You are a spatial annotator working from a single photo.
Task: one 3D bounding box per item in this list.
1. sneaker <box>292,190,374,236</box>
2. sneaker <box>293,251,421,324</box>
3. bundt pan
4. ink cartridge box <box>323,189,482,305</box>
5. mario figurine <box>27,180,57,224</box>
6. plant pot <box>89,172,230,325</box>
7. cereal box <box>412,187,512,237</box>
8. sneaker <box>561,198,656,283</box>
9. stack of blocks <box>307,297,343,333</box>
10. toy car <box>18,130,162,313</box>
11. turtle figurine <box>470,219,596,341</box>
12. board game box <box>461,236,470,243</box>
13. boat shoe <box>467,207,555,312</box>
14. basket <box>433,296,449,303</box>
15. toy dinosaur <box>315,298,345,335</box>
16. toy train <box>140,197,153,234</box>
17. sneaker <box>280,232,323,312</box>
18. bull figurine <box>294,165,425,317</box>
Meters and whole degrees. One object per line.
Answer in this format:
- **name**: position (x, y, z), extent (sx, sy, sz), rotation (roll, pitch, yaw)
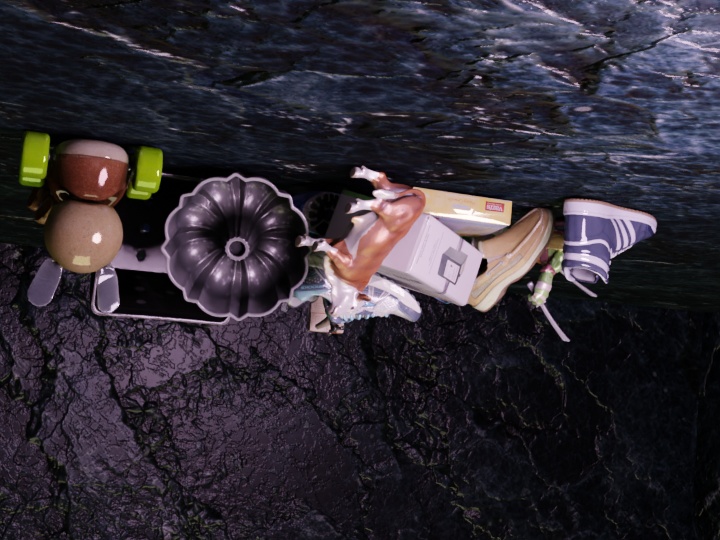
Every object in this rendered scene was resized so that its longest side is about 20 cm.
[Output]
- **sneaker**: position (-0.030, -0.084, 1.586), extent (0.088, 0.080, 0.199), rotation (20, -176, 42)
- **sneaker**: position (-0.008, 0.039, 1.523), extent (0.198, 0.087, 0.077), rotation (25, 176, -18)
- **bundt pan**: position (-0.163, -0.042, 1.451), extent (0.198, 0.205, 0.076), rotation (5, -160, -4)
- **ink cartridge box**: position (0.063, -0.029, 1.497), extent (0.144, 0.085, 0.199), rotation (18, 175, 30)
- **mario figurine**: position (-0.429, -0.093, 1.741), extent (0.105, 0.125, 0.199), rotation (-22, 150, 31)
- **plant pot**: position (-0.292, -0.048, 1.554), extent (0.197, 0.203, 0.177), rotation (6, -170, -25)
- **cereal box**: position (0.128, -0.081, 1.554), extent (0.141, 0.040, 0.200), rotation (7, 175, -5)
- **sneaker**: position (0.341, -0.033, 1.492), extent (0.069, 0.110, 0.198), rotation (2, 175, 45)
- **stack of blocks**: position (-0.054, 0.004, 1.837), extent (0.058, 0.204, 0.115), rotation (4, 175, -4)
- **toy car**: position (-0.336, -0.053, 1.311), extent (0.162, 0.204, 0.158), rotation (6, 176, -18)
- **turtle figurine**: position (0.270, 0.004, 1.694), extent (0.192, 0.145, 0.201), rotation (19, 147, 20)
- **board game box**: position (0.083, -0.044, 1.702), extent (0.197, 0.106, 0.024), rotation (6, 148, -19)
- **boat shoe**: position (0.205, -0.022, 1.586), extent (0.075, 0.201, 0.072), rotation (27, -149, -16)
- **basket**: position (0.090, -0.001, 1.889), extent (0.199, 0.140, 0.176), rotation (36, 172, -7)
- **toy dinosaur**: position (-0.040, 0.044, 1.655), extent (0.047, 0.202, 0.089), rotation (-9, -136, -19)
- **toy train**: position (-0.342, -0.094, 1.721), extent (0.198, 0.086, 0.115), rotation (8, -171, -37)
- **sneaker**: position (-0.084, -0.006, 1.728), extent (0.077, 0.142, 0.200), rotation (22, -144, 17)
- **bull figurine**: position (-0.003, -0.035, 1.356), extent (0.121, 0.201, 0.065), rotation (25, -160, -37)
